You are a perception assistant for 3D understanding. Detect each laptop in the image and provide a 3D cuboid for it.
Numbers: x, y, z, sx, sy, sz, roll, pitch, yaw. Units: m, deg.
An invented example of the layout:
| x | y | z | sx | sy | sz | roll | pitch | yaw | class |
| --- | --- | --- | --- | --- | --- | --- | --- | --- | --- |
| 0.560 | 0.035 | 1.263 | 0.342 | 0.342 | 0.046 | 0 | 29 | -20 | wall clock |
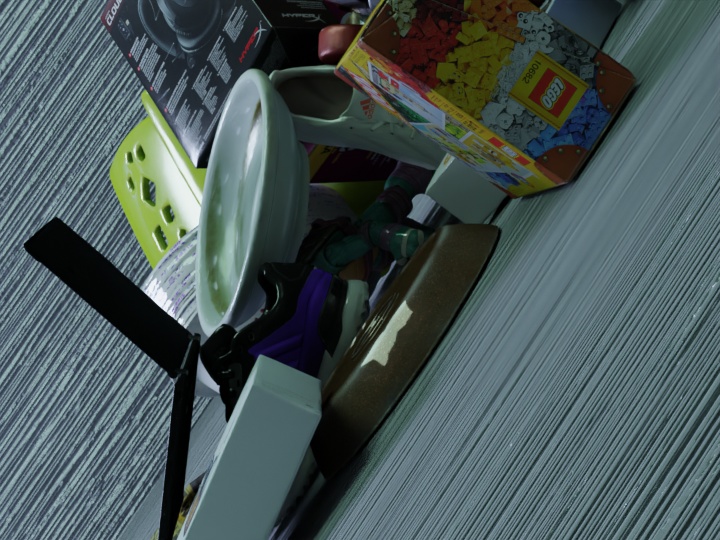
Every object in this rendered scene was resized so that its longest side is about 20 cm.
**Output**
| x | y | z | sx | sy | sz | roll | pitch | yaw | class |
| --- | --- | --- | --- | --- | --- | --- | --- | --- | --- |
| -0.171 | 0.078 | 1.647 | 0.187 | 0.115 | 0.201 | -92 | 8 | -83 | laptop |

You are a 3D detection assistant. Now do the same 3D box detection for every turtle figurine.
| x | y | z | sx | sy | sz | roll | pitch | yaw | class |
| --- | --- | --- | --- | --- | --- | --- | --- | --- | --- |
| 0.000 | 0.000 | 1.813 | 0.200 | 0.101 | 0.150 | -51 | -1 | -45 | turtle figurine |

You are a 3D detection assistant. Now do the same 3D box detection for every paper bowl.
| x | y | z | sx | sy | sz | roll | pitch | yaw | class |
| --- | --- | --- | --- | --- | --- | --- | --- | --- | --- |
| -0.073 | 0.030 | 1.975 | 0.200 | 0.105 | 0.201 | -26 | -28 | -15 | paper bowl |

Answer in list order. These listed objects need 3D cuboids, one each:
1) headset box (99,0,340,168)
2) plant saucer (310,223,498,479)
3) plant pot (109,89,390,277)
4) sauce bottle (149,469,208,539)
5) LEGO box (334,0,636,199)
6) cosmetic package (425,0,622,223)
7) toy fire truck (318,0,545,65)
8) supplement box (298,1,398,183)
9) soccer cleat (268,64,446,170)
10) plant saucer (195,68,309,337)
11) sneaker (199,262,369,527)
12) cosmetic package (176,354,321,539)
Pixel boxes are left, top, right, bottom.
| x | y | z | sx | sy | sz | roll | pitch | yaw | class |
| --- | --- | --- | --- | --- | --- | --- | --- | --- | --- |
| -0.118 | -0.202 | 1.919 | 0.077 | 0.200 | 0.149 | -2 | -44 | -40 | headset box |
| 0.021 | 0.045 | 1.588 | 0.201 | 0.034 | 0.200 | -56 | 4 | 7 | plant saucer |
| -0.084 | -0.081 | 2.098 | 0.199 | 0.199 | 0.182 | -22 | -22 | -22 | plant pot |
| -0.109 | 0.186 | 1.769 | 0.200 | 0.066 | 0.066 | -56 | 3 | 13 | sauce bottle |
| 0.071 | -0.119 | 1.478 | 0.077 | 0.149 | 0.200 | -56 | 3 | -3 | LEGO box |
| 0.115 | -0.122 | 1.703 | 0.083 | 0.051 | 0.200 | -53 | 4 | 45 | cosmetic package |
| 0.065 | -0.206 | 1.818 | 0.200 | 0.167 | 0.113 | 12 | -103 | -60 | toy fire truck |
| 0.012 | -0.152 | 1.984 | 0.199 | 0.131 | 0.103 | -5 | -36 | -42 | supplement box |
| 0.024 | -0.117 | 1.811 | 0.078 | 0.199 | 0.070 | 50 | -133 | -70 | soccer cleat |
| -0.075 | -0.046 | 1.788 | 0.200 | 0.050 | 0.201 | -171 | 90 | -75 | plant saucer |
| -0.072 | 0.085 | 1.684 | 0.070 | 0.099 | 0.201 | 154 | 137 | -72 | sneaker |
| -0.084 | 0.160 | 1.527 | 0.151 | 0.051 | 0.201 | -76 | 10 | -86 | cosmetic package |
